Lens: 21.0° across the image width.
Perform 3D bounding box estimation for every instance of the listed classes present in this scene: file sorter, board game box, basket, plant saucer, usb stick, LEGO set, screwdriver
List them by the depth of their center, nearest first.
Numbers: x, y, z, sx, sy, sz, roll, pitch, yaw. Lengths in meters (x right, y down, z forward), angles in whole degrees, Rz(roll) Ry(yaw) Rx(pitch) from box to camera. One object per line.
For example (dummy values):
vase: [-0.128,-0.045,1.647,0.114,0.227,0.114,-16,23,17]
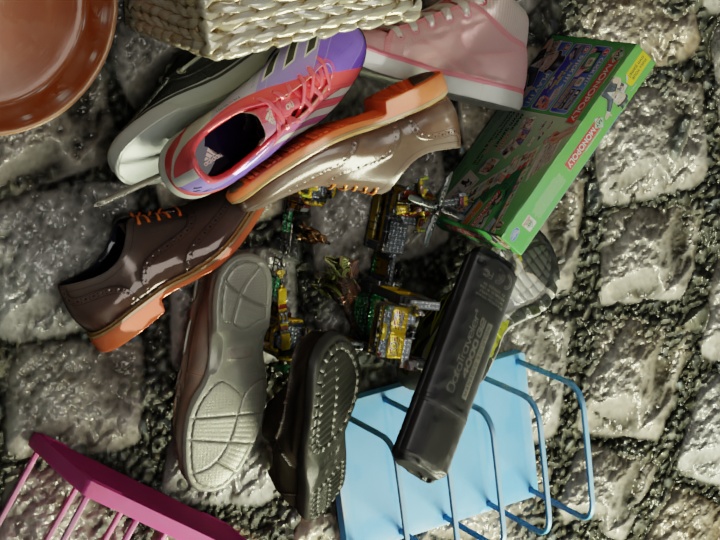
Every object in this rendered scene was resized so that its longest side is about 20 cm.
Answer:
plant saucer: [-0.282,-0.203,1.463,0.199,0.032,0.202,-5,102,-27]
basket: [-0.073,-0.262,1.466,0.197,0.200,0.162,-14,108,-24]
screwdriver: [-0.126,-0.092,1.516,0.199,0.029,0.028,-23,141,-25]
file sorter: [-0.185,0.240,1.540,0.199,0.139,0.126,30,87,-29]
usb stick: [0.078,0.076,1.595,0.055,0.033,0.201,33,67,-28]
LEGO set: [0.000,0.000,1.601,0.153,0.116,0.201,15,93,-29]
board game box: [0.150,-0.111,1.649,0.029,0.134,0.200,40,81,-28]
file sorter: [0.090,0.170,1.680,0.199,0.123,0.140,-14,107,-25]

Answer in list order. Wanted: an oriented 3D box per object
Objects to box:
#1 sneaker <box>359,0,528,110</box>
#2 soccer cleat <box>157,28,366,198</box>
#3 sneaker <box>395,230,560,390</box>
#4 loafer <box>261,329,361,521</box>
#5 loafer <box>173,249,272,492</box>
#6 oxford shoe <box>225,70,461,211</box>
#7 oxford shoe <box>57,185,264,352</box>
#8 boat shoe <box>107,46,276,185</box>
sneaker: [0.059,-0.201,1.619,0.199,0.075,0.105,10,94,-32]
soccer cleat: [-0.065,-0.125,1.484,0.200,0.073,0.068,-39,104,-16]
sneaker: [0.097,0.032,1.688,0.200,0.084,0.075,-45,112,-34]
loafer: [-0.051,0.123,1.587,0.073,0.071,0.201,-42,150,-42]
loafer: [-0.117,0.078,1.593,0.072,0.063,0.201,4,101,-34]
oxford shoe: [-0.010,-0.085,1.536,0.199,0.071,0.073,-26,105,-8]
oxford shoe: [-0.152,-0.025,1.546,0.200,0.071,0.073,-44,110,-14]
boat shoe: [-0.126,-0.138,1.541,0.200,0.064,0.071,-34,146,-23]
